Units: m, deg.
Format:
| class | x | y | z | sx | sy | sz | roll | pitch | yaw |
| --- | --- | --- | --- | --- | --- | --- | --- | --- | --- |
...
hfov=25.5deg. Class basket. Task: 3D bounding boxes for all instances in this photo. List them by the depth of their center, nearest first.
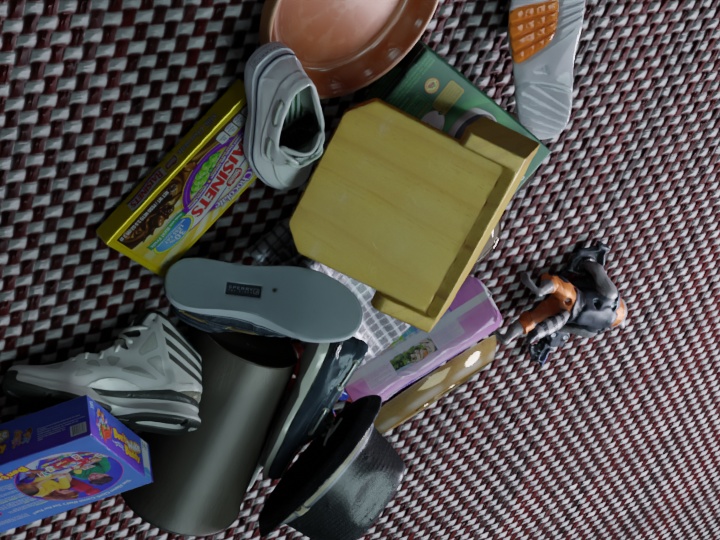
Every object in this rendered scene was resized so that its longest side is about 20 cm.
| class | x | y | z | sx | sy | sz | roll | pitch | yaw |
| --- | --- | --- | --- | --- | --- | --- | --- | --- | --- |
| basket | -0.156 | 0.156 | 1.696 | 0.200 | 0.136 | 0.180 | -65 | 174 | 20 |

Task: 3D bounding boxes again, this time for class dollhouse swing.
| class | x | y | z | sx | sy | sz | roll | pitch | yaw |
| --- | --- | --- | --- | --- | --- | --- | --- | --- | --- |
| dollhouse swing | 0.049 | -0.073 | 1.600 | 0.200 | 0.176 | 0.182 | -63 | 174 | 16 |

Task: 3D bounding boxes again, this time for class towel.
| class | x | y | z | sx | sy | sz | roll | pitch | yaw |
| --- | --- | --- | --- | --- | --- | --- | --- | --- | --- |
| towel | 0.000 | 0.000 | 1.696 | 0.165 | 0.086 | 0.200 | -39 | 135 | -4 |

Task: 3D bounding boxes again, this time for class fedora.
| class | x | y | z | sx | sy | sz | roll | pitch | yaw |
| --- | --- | --- | --- | --- | --- | --- | --- | --- | --- |
| fedora | -0.019 | 0.230 | 1.711 | 0.201 | 0.092 | 0.201 | -48 | -173 | 8 |

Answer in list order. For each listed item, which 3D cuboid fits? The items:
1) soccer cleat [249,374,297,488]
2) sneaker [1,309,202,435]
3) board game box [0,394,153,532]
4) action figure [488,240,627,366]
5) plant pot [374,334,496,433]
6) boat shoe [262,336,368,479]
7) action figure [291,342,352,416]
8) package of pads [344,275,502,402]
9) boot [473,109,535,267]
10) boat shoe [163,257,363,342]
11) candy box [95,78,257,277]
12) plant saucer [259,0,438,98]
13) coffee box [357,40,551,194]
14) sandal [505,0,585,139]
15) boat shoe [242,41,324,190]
| class | x | y | z | sx | sy | sz | roll | pitch | yaw |
| --- | --- | --- | --- | --- | --- | --- | --- | --- | --- |
| soccer cleat | -0.084 | 0.177 | 1.776 | 0.069 | 0.085 | 0.200 | 21 | 140 | -34 |
| sneaker | -0.254 | 0.093 | 1.596 | 0.200 | 0.116 | 0.076 | 11 | 155 | -17 |
| board game box | -0.326 | 0.198 | 1.577 | 0.200 | 0.045 | 0.135 | -19 | 148 | 11 |
| action figure | 0.262 | 0.068 | 2.054 | 0.193 | 0.105 | 0.200 | -4 | 129 | -30 |
| plant pot | 0.088 | 0.145 | 1.945 | 0.200 | 0.028 | 0.200 | -33 | 173 | -4 |
| boat shoe | -0.050 | 0.146 | 1.681 | 0.062 | 0.075 | 0.200 | 19 | 114 | -10 |
| action figure | -0.063 | 0.127 | 1.835 | 0.065 | 0.052 | 0.200 | -48 | 141 | -2 |
| package of pads | 0.068 | 0.082 | 1.839 | 0.200 | 0.076 | 0.121 | -33 | 172 | 5 |
| boot | 0.117 | -0.089 | 1.762 | 0.200 | 0.070 | 0.146 | -53 | 147 | 0 |
| boat shoe | -0.097 | 0.033 | 1.597 | 0.091 | 0.200 | 0.071 | 106 | -3 | -76 |
| candy box | -0.155 | -0.086 | 1.531 | 0.200 | 0.026 | 0.102 | -46 | 150 | 5 |
| plant saucer | -0.010 | -0.253 | 1.491 | 0.200 | 0.032 | 0.201 | -27 | 144 | -22 |
| coffee box | 0.090 | -0.137 | 1.646 | 0.200 | 0.044 | 0.123 | 33 | 102 | -32 |
| sandal | 0.188 | -0.238 | 1.679 | 0.079 | 0.059 | 0.207 | -3 | 125 | -5 |
| boat shoe | -0.068 | -0.125 | 1.485 | 0.073 | 0.067 | 0.200 | -36 | 152 | -13 |
